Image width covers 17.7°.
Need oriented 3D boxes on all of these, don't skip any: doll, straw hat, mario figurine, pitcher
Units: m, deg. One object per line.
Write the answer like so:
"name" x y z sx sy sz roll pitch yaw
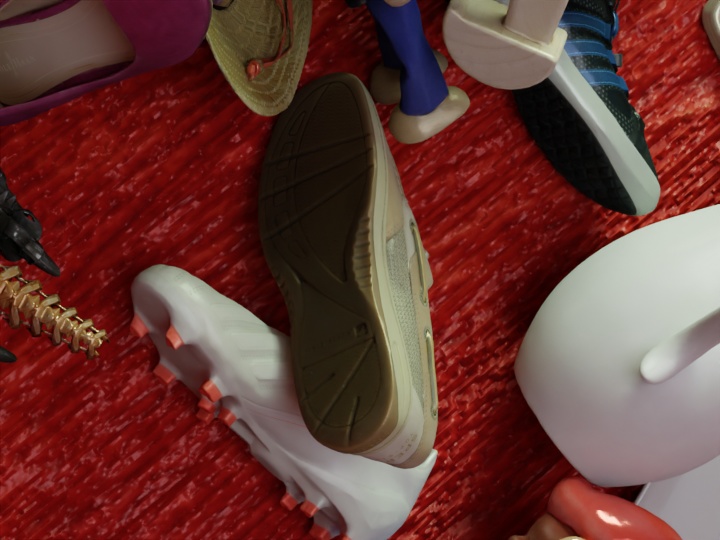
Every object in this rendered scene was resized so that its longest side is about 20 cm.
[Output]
"doll" -0.002 -0.155 1.093 0.048 0.137 0.200 -26 126 0
"straw hat" -0.090 -0.165 1.077 0.085 0.201 0.202 -2 100 17
"mario figurine" 0.075 0.186 1.164 0.199 0.124 0.106 -24 120 3
"pitcher" 0.175 0.024 1.161 0.200 0.172 0.121 -37 86 14

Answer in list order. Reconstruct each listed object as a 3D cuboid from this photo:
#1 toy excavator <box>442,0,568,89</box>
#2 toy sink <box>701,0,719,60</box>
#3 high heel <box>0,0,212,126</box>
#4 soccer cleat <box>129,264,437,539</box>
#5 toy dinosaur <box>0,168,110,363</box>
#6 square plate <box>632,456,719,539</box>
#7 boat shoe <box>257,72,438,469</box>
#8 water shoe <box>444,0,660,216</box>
"toy excavator" 0.068 -0.202 1.039 0.194 0.100 0.200 -38 102 29
"toy sink" 0.300 -0.090 1.257 0.130 0.112 0.200 -35 109 -18
"high heel" -0.136 -0.101 1.008 0.096 0.200 0.068 -33 105 -24
"soccer cleat" -0.038 0.057 1.149 0.078 0.069 0.200 -50 120 -17
"toy dinosaur" -0.202 -0.008 1.018 0.102 0.136 0.200 -41 69 1
"square plate" 0.218 0.168 1.298 0.198 0.028 0.200 36 81 -23
"boat shoe" 0.000 0.000 1.131 0.065 0.072 0.201 28 46 -52
"water shoe" 0.112 -0.119 1.190 0.079 0.071 0.200 -42 112 -17
